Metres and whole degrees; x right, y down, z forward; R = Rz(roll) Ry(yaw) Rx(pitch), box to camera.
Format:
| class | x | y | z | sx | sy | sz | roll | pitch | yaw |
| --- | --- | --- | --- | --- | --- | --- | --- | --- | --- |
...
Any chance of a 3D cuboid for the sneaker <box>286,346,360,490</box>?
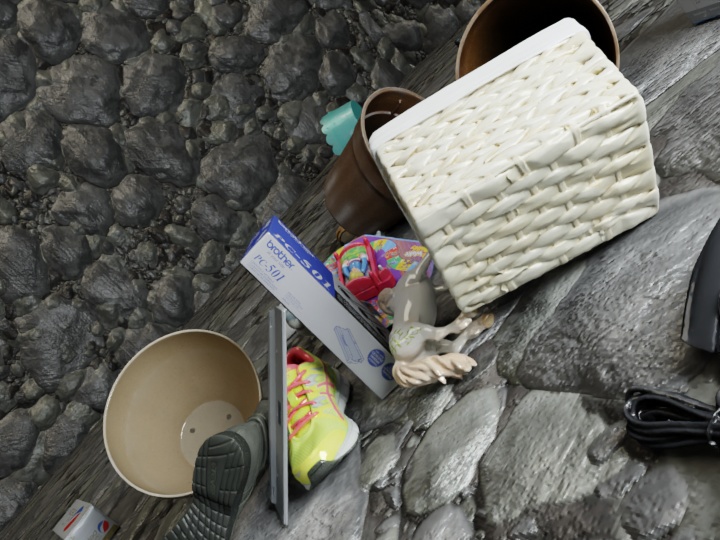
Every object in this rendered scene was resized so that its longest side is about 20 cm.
| class | x | y | z | sx | sy | sz | roll | pitch | yaw |
| --- | --- | --- | --- | --- | --- | --- | --- | --- | --- |
| sneaker | -0.058 | 0.144 | 0.623 | 0.078 | 0.091 | 0.200 | -42 | 15 | 5 |

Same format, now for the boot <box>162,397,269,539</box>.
| class | x | y | z | sx | sy | sz | roll | pitch | yaw |
| --- | --- | --- | --- | --- | --- | --- | --- | --- | --- |
| boot | -0.135 | 0.240 | 0.626 | 0.204 | 0.066 | 0.130 | -68 | -12 | 8 |

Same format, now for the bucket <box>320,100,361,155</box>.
| class | x | y | z | sx | sy | sz | roll | pitch | yaw |
| --- | --- | --- | --- | --- | --- | --- | --- | --- | --- |
| bucket | -0.036 | -0.503 | 2.187 | 0.133 | 0.209 | 0.208 | -28 | 19 | 21 |

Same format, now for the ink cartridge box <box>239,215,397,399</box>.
| class | x | y | z | sx | sy | sz | roll | pitch | yaw |
| --- | --- | --- | --- | --- | --- | --- | --- | --- | --- |
| ink cartridge box | -0.035 | 0.036 | 0.626 | 0.044 | 0.200 | 0.094 | -43 | 14 | 7 |

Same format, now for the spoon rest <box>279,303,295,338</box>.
| class | x | y | z | sx | sy | sz | roll | pitch | yaw |
| --- | --- | --- | --- | --- | --- | --- | --- | --- | --- |
| spoon rest | -0.122 | 0.058 | 1.163 | 0.099 | 0.060 | 0.203 | -36 | 30 | 38 |

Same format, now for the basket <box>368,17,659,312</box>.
| class | x | y | z | sx | sy | sz | roll | pitch | yaw |
| --- | --- | --- | --- | --- | --- | --- | --- | --- | --- |
| basket | 0.126 | -0.080 | 0.494 | 0.197 | 0.136 | 0.125 | -29 | 40 | 9 |

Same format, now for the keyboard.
| class | x | y | z | sx | sy | sz | roll | pitch | yaw |
| --- | --- | --- | --- | --- | --- | --- | --- | --- | --- |
| keyboard | -0.079 | 0.137 | 0.586 | 0.010 | 0.206 | 0.056 | -2 | 3 | -24 |

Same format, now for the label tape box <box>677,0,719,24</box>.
| class | x | y | z | sx | sy | sz | roll | pitch | yaw |
| --- | --- | --- | --- | --- | --- | --- | --- | --- | --- |
| label tape box | 0.349 | -0.363 | 0.608 | 0.066 | 0.200 | 0.143 | -45 | 13 | 1 |

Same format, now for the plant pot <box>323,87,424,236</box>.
| class | x | y | z | sx | sy | sz | roll | pitch | yaw |
| --- | --- | --- | --- | --- | --- | --- | --- | --- | --- |
| plant pot | 0.041 | -0.166 | 1.036 | 0.198 | 0.199 | 0.202 | -41 | 12 | 51 |

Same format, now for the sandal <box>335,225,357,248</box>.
| class | x | y | z | sx | sy | sz | roll | pitch | yaw |
| --- | --- | --- | --- | --- | --- | --- | --- | --- | --- |
| sandal | -0.019 | -0.082 | 1.224 | 0.082 | 0.055 | 0.200 | -45 | 13 | 2 |

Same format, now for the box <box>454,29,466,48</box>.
| class | x | y | z | sx | sy | sz | roll | pitch | yaw |
| --- | --- | --- | --- | --- | --- | --- | --- | --- | --- |
| box | 0.328 | -0.535 | 1.342 | 0.199 | 0.124 | 0.197 | -42 | 16 | 15 |

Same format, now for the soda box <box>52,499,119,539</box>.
| class | x | y | z | sx | sy | sz | roll | pitch | yaw |
| --- | --- | --- | --- | --- | --- | --- | --- | --- | --- |
| soda box | -0.498 | 0.465 | 1.086 | 0.199 | 0.064 | 0.069 | -28 | 22 | 55 |

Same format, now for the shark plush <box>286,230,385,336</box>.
| class | x | y | z | sx | sy | sz | roll | pitch | yaw |
| --- | --- | --- | --- | --- | --- | --- | --- | --- | --- |
| shark plush | -0.023 | 0.020 | 0.882 | 0.201 | 0.083 | 0.091 | -48 | 14 | -8 |

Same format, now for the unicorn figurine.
| class | x | y | z | sx | sy | sz | roll | pitch | yaw |
| --- | --- | --- | --- | --- | --- | --- | --- | --- | --- |
| unicorn figurine | 0.063 | 0.036 | 0.600 | 0.136 | 0.074 | 0.201 | -33 | 16 | 30 |

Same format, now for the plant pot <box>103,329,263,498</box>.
| class | x | y | z | sx | sy | sz | roll | pitch | yaw |
| --- | --- | --- | --- | --- | --- | --- | --- | --- | --- |
| plant pot | -0.211 | 0.198 | 0.787 | 0.201 | 0.198 | 0.135 | -50 | -21 | -19 |

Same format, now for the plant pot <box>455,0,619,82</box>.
| class | x | y | z | sx | sy | sz | roll | pitch | yaw |
| --- | --- | --- | --- | --- | --- | --- | --- | --- | --- |
| plant pot | 0.237 | -0.263 | 0.764 | 0.186 | 0.189 | 0.200 | -35 | 3 | 34 |

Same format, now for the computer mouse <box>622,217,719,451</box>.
| class | x | y | z | sx | sy | sz | roll | pitch | yaw |
| --- | --- | --- | --- | --- | --- | --- | --- | --- | --- |
| computer mouse | 0.214 | 0.005 | 0.291 | 0.201 | 0.046 | 0.140 | -49 | 13 | -13 |

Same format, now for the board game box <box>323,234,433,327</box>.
| class | x | y | z | sx | sy | sz | roll | pitch | yaw |
| --- | --- | --- | --- | --- | --- | --- | --- | --- | --- |
| board game box | 0.000 | 0.000 | 0.793 | 0.197 | 0.039 | 0.159 | 10 | 54 | 43 |
